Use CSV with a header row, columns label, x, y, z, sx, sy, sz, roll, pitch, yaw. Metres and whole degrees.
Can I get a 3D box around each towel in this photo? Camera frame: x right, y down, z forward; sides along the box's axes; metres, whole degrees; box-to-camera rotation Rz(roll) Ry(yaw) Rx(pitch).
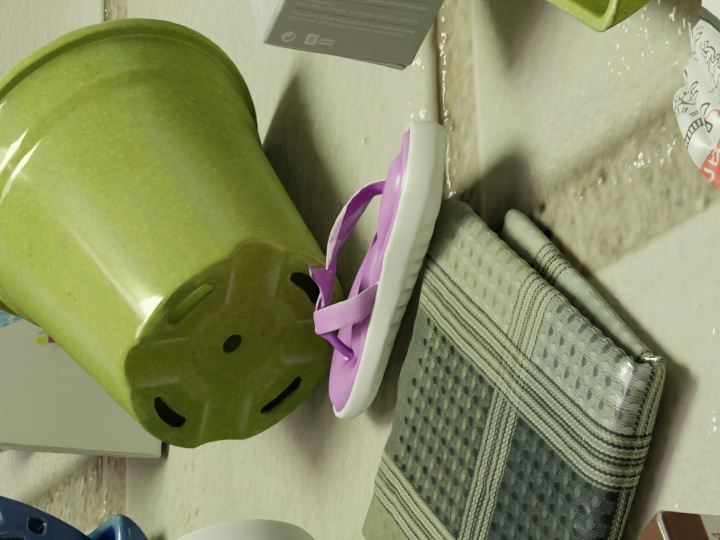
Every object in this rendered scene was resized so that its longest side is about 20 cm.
label,x,y,z,sx,sy,sz,roll,pitch,yaw
towel,0.067,0.085,1.084,0.200,0.034,0.193,-133,51,-56

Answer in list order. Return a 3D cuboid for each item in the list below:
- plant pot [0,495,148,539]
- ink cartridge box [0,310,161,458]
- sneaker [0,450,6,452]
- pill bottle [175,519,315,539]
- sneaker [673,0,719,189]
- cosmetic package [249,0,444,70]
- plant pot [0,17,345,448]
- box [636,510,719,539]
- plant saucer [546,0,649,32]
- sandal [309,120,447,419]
label,x,y,z,sx,sy,sz,roll,pitch,yaw
plant pot,-0.232,0.252,1.504,0.200,0.179,0.201,139,132,-57
ink cartridge box,-0.207,0.014,1.547,0.147,0.144,0.201,-178,94,-66
sneaker,-0.250,0.033,1.731,0.200,0.080,0.115,-55,33,34
pill bottle,-0.050,0.232,1.185,0.120,0.119,0.201,125,143,-46
sneaker,0.174,-0.066,0.840,0.201,0.067,0.108,-130,50,-62
cosmetic package,0.014,-0.202,1.083,0.200,0.090,0.107,-57,36,40
plant pot,-0.105,-0.007,1.313,0.184,0.200,0.201,48,128,43
box,0.110,0.190,0.908,0.200,0.075,0.100,118,148,-42
plant saucer,0.108,-0.221,1.039,0.200,0.048,0.201,44,124,59
sandal,0.001,-0.006,1.181,0.203,0.050,0.083,109,172,-48
